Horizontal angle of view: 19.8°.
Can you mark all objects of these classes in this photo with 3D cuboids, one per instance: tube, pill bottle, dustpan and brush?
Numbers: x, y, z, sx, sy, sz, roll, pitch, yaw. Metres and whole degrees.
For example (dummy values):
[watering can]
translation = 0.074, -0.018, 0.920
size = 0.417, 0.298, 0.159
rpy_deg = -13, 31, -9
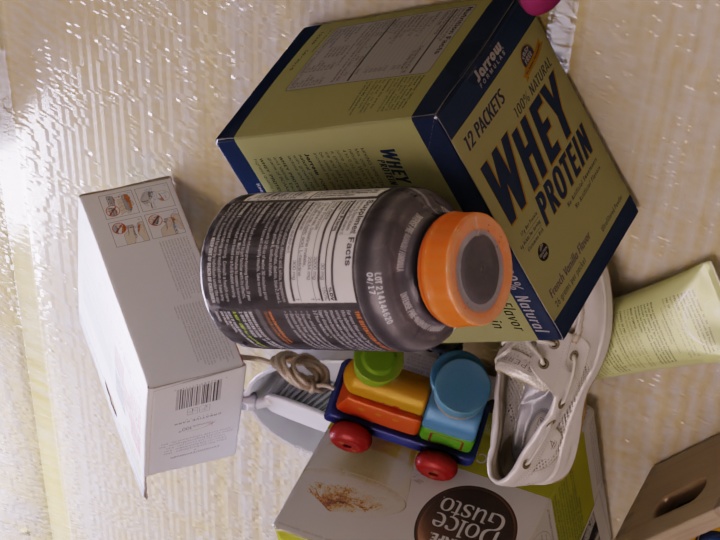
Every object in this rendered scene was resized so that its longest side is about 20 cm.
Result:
[tube]
translation = 0.196, 0.049, 1.522
size = 0.058, 0.052, 0.199
rpy_deg = 30, 149, -33
[pill bottle]
translation = 0.000, 0.000, 1.336
size = 0.199, 0.106, 0.107
rpy_deg = 0, 132, 39
[dustpan and brush]
translation = -0.070, 0.113, 1.793
size = 0.199, 0.057, 0.140
rpy_deg = 16, 140, 24

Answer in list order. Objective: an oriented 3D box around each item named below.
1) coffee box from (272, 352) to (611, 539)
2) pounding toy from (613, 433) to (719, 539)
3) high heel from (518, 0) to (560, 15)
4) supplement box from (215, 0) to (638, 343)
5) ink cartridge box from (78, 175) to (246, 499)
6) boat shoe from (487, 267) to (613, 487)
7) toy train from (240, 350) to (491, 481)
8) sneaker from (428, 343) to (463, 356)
[coffee box]
translation = 0.072, 0.217, 1.674
size = 0.199, 0.198, 0.201
rpy_deg = 15, 144, 23
[pounding toy]
translation = 0.295, 0.244, 1.585
size = 0.184, 0.142, 0.200
rpy_deg = 41, 144, -9
[high heel]
translation = 0.158, -0.209, 1.230
size = 0.096, 0.067, 0.200
rpy_deg = 37, 142, 14
[supplement box]
translation = 0.048, -0.065, 1.431
size = 0.199, 0.134, 0.200
rpy_deg = -4, 130, 41
[ink cartridge box]
translation = -0.168, 0.058, 1.697
size = 0.176, 0.083, 0.201
rpy_deg = 101, 151, -53
[boat shoe]
translation = 0.132, 0.067, 1.503
size = 0.071, 0.069, 0.201
rpy_deg = 20, 110, 41
[toy train]
translation = 0.003, 0.082, 1.557
size = 0.199, 0.085, 0.116
rpy_deg = 18, 157, 2
[sneaker]
translation = 0.041, 0.037, 1.612
size = 0.199, 0.074, 0.081
rpy_deg = -15, 125, 49
